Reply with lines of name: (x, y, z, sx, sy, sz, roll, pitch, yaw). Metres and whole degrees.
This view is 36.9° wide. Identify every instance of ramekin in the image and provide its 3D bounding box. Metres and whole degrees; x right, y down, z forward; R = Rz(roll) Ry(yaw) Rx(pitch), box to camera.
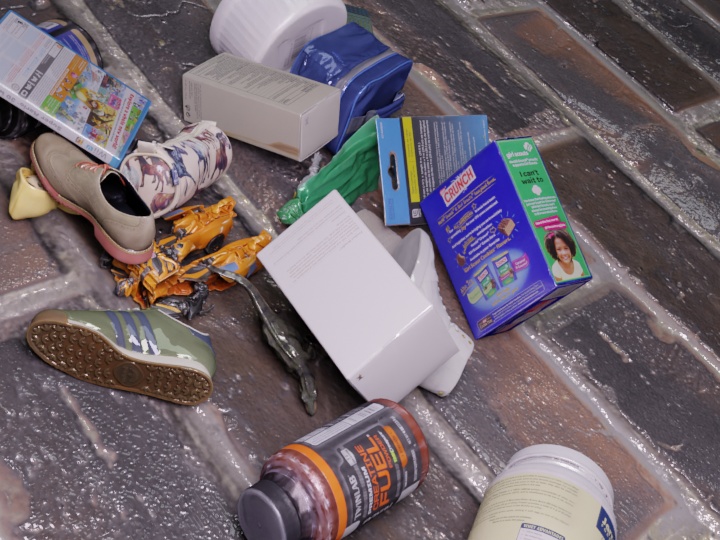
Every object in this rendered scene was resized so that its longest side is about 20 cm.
ramekin: (-0.113, -0.354, 1.573, 0.199, 0.201, 0.098, -25, 68, -43)

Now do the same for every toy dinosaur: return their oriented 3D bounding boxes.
toy dinosaur: (-0.093, 0.068, 1.224, 0.201, 0.047, 0.088, 53, 11, 6)

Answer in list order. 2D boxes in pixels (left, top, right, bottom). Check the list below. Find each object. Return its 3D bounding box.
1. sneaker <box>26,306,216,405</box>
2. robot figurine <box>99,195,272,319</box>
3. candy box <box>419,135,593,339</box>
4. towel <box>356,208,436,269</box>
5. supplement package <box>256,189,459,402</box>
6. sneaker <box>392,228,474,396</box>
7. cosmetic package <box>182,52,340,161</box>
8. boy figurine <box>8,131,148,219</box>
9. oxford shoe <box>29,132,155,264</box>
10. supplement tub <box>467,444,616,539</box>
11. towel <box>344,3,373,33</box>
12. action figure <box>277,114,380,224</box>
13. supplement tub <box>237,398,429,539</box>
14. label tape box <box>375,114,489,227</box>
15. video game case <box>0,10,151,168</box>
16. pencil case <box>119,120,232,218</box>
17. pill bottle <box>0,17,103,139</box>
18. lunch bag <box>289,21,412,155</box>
sneaker: (-0.246, 0.075, 1.144, 0.197, 0.068, 0.090, 19, 32, -10)
robot figurine: (-0.204, -0.018, 1.263, 0.145, 0.059, 0.199, 42, 42, 21)
candy box: (0.181, -0.041, 1.373, 0.076, 0.169, 0.203, -10, 72, -38)
towel: (0.000, 0.000, 1.378, 0.132, 0.035, 0.199, 40, 40, 13)
supplement package: (-0.003, 0.036, 1.201, 0.121, 0.120, 0.201, -38, 56, -1)
sneaker: (0.084, 0.055, 1.315, 0.115, 0.073, 0.203, 28, 54, -25)
cosmetic package: (-0.135, -0.225, 1.468, 0.198, 0.072, 0.105, 23, 38, 25)
boy figurine: (-0.344, -0.118, 1.292, 0.124, 0.065, 0.199, 45, 40, 12)
oxford shoe: (-0.292, -0.099, 1.200, 0.199, 0.075, 0.070, 41, 43, 16)
supplement tub: (0.177, 0.287, 1.078, 0.143, 0.146, 0.201, 29, 40, 4)
towel: (-0.041, -0.390, 1.786, 0.144, 0.022, 0.202, 12, 40, -19)
action figure: (-0.041, -0.117, 1.444, 0.054, 0.120, 0.200, 20, 42, 30)
supplement tub: (-0.028, 0.211, 1.079, 0.198, 0.108, 0.107, -23, 60, -42)
label tape box: (0.090, -0.137, 1.490, 0.197, 0.063, 0.147, -6, 91, -34)
video game case: (-0.350, -0.214, 1.264, 0.198, 0.018, 0.144, 32, 33, -16)
pencil case: (-0.222, -0.129, 1.319, 0.077, 0.091, 0.200, 21, 22, 6)
pill bottle: (-0.420, -0.231, 1.332, 0.111, 0.113, 0.200, 34, 40, 10)
lunch bag: (-0.011, -0.261, 1.571, 0.132, 0.137, 0.200, 37, 39, 12)
